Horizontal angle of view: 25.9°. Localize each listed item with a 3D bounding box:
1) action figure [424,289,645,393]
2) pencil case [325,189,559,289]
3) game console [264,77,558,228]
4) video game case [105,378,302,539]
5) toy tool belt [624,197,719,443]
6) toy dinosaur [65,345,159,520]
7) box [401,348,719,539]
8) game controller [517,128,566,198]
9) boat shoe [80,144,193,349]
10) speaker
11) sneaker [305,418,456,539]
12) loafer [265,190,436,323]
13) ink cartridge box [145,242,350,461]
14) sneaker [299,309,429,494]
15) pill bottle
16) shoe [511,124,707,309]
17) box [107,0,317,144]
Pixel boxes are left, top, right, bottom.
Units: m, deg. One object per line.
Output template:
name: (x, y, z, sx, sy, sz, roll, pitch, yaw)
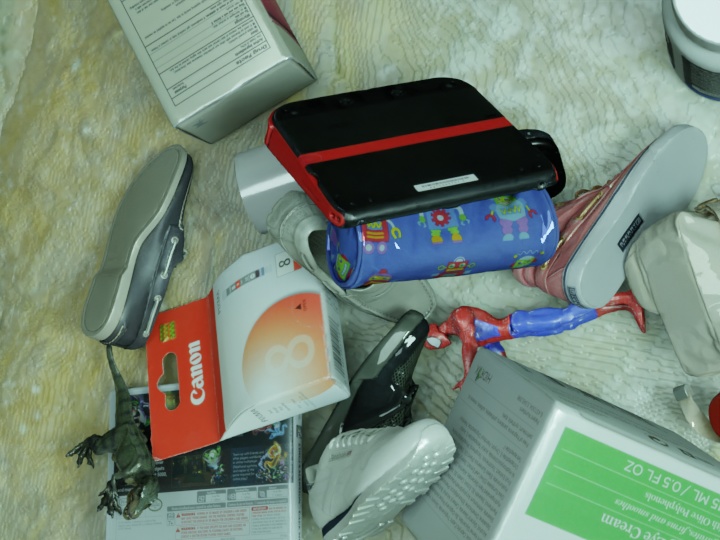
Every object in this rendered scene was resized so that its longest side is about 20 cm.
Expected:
action figure: (0.151, 0.072, 1.381, 0.199, 0.065, 0.100, -4, 76, 13)
pencil case: (0.064, -0.035, 1.294, 0.199, 0.078, 0.087, -6, 65, -24)
game console: (0.036, -0.097, 1.279, 0.199, 0.031, 0.177, -13, 40, -21)
video game case: (-0.144, 0.191, 1.428, 0.199, 0.023, 0.183, -8, 73, 25)
toy tool belt: (0.320, 0.034, 1.319, 0.123, 0.125, 0.201, -19, 85, -33)
toy dinosaur: (-0.224, 0.167, 1.433, 0.088, 0.047, 0.200, -51, 41, 26)
box: (0.172, 0.192, 1.267, 0.198, 0.200, 0.172, 24, 94, -16)
game controller: (0.080, -0.071, 1.375, 0.199, 0.104, 0.042, -14, 53, 9)
boat shoe: (-0.199, -0.020, 1.482, 0.072, 0.063, 0.201, 8, 73, 49)
speaker: (-0.012, -0.099, 1.425, 0.199, 0.081, 0.082, -17, 82, 11)
sneaker: (0.007, 0.163, 1.297, 0.200, 0.076, 0.081, -47, 57, 48)
loafer: (0.000, 0.000, 1.363, 0.070, 0.200, 0.070, -55, 39, 6)
ink cartridge box: (-0.114, 0.066, 1.414, 0.199, 0.050, 0.163, -18, 54, 13)
sneaker: (0.033, 0.137, 1.395, 0.114, 0.076, 0.200, 29, 103, 9)
pill bottle: (0.308, -0.211, 1.298, 0.113, 0.200, 0.114, -1, 86, 13)
shoe: (0.217, -0.056, 1.373, 0.091, 0.072, 0.200, 18, 63, 48)
box: (-0.148, -0.238, 1.452, 0.127, 0.109, 0.201, -29, 80, 9)
